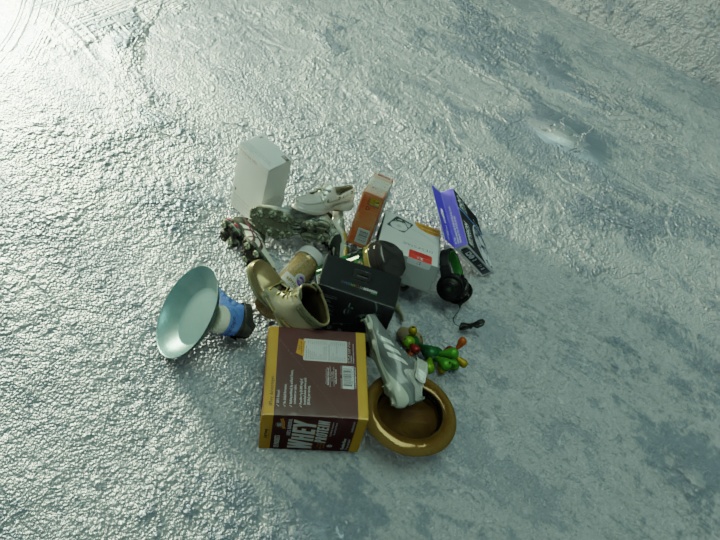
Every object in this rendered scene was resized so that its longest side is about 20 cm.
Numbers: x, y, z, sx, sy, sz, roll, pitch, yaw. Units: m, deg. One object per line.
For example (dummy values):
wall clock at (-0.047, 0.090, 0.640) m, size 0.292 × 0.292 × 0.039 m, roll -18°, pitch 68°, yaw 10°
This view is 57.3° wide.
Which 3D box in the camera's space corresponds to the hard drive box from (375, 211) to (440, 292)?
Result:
hard drive box at (0.112, -0.049, 1.613) m, size 0.154 × 0.077 × 0.201 m, roll 19°, pitch 30°, yaw -3°

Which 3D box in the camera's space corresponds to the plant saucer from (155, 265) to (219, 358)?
plant saucer at (-0.344, 0.089, 1.351) m, size 0.039 × 0.200 × 0.203 m, roll 32°, pitch 35°, yaw -41°

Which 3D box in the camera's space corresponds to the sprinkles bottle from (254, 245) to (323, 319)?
sprinkles bottle at (-0.162, 0.025, 1.512) m, size 0.068 × 0.069 × 0.200 m, roll 30°, pitch 49°, yaw 10°

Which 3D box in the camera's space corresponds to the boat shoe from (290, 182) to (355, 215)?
boat shoe at (-0.087, -0.180, 1.587) m, size 0.071 × 0.070 × 0.199 m, roll 34°, pitch 30°, yaw 29°

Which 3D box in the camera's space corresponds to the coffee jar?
coffee jar at (0.000, 0.000, 1.485) m, size 0.104 × 0.198 × 0.086 m, roll 12°, pitch 63°, yaw -52°

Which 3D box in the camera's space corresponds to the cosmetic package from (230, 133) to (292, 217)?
cosmetic package at (-0.244, -0.214, 1.602) m, size 0.113 × 0.201 × 0.081 m, roll 41°, pitch 51°, yaw 20°

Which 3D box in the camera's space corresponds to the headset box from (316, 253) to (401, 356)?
headset box at (-0.019, 0.075, 1.424) m, size 0.172 × 0.201 × 0.093 m, roll 17°, pitch 47°, yaw -1°

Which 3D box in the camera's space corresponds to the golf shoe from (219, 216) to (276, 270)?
golf shoe at (-0.248, -0.062, 1.557) m, size 0.088 × 0.078 × 0.200 m, roll -23°, pitch 60°, yaw -40°

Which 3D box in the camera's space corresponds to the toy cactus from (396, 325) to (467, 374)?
toy cactus at (0.142, 0.164, 1.453) m, size 0.199 × 0.103 × 0.165 m, roll 14°, pitch 12°, yaw -42°

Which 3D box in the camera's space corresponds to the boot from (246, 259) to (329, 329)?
boot at (-0.149, 0.046, 1.362) m, size 0.072 × 0.154 × 0.201 m, roll -33°, pitch 90°, yaw -33°

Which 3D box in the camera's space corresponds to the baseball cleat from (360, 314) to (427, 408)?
baseball cleat at (0.073, 0.176, 1.333) m, size 0.105 × 0.070 × 0.202 m, roll -13°, pitch 71°, yaw -15°

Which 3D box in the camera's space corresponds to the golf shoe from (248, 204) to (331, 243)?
golf shoe at (-0.168, -0.123, 1.585) m, size 0.197 × 0.079 × 0.098 m, roll 14°, pitch 32°, yaw -9°

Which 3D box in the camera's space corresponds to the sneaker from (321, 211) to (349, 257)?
sneaker at (-0.075, -0.078, 1.637) m, size 0.086 × 0.076 × 0.202 m, roll -8°, pitch 48°, yaw -4°

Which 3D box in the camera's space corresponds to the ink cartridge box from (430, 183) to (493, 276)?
ink cartridge box at (0.262, -0.111, 1.699) m, size 0.200 × 0.043 × 0.200 m, roll 38°, pitch 33°, yaw -42°

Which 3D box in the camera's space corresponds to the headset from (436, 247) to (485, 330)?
headset at (0.240, 0.043, 1.585) m, size 0.093 × 0.123 × 0.203 m, roll -13°, pitch 76°, yaw 23°

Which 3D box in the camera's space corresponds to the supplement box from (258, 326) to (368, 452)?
supplement box at (-0.095, 0.235, 1.303) m, size 0.197 × 0.134 × 0.199 m, roll 5°, pitch 49°, yaw -8°

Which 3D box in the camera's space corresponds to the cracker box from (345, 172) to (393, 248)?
cracker box at (0.026, -0.151, 1.630) m, size 0.057 × 0.135 × 0.200 m, roll 20°, pitch 23°, yaw 1°

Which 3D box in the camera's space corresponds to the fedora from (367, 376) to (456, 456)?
fedora at (0.093, 0.303, 1.342) m, size 0.198 × 0.082 × 0.202 m, roll 9°, pitch 48°, yaw -10°

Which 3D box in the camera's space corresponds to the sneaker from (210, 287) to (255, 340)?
sneaker at (-0.295, 0.084, 1.424) m, size 0.111 × 0.077 × 0.200 m, roll 25°, pitch 8°, yaw -40°

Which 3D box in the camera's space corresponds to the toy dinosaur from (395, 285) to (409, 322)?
toy dinosaur at (0.069, 0.035, 1.593) m, size 0.088 × 0.048 × 0.200 m, roll -28°, pitch 65°, yaw -27°
